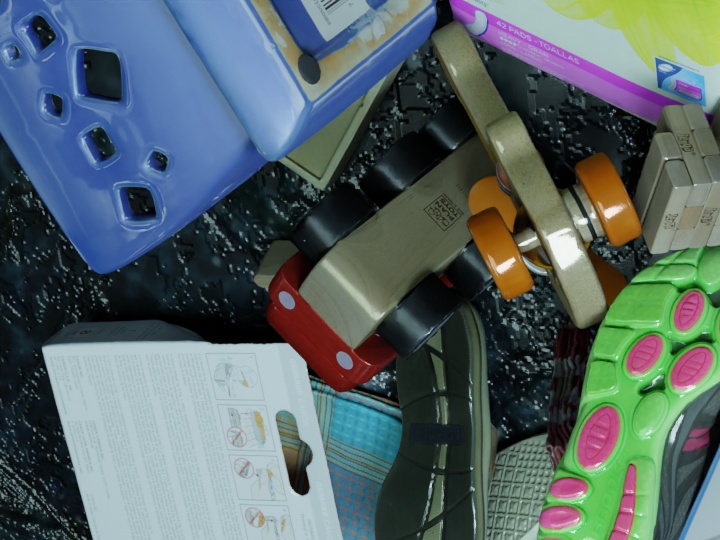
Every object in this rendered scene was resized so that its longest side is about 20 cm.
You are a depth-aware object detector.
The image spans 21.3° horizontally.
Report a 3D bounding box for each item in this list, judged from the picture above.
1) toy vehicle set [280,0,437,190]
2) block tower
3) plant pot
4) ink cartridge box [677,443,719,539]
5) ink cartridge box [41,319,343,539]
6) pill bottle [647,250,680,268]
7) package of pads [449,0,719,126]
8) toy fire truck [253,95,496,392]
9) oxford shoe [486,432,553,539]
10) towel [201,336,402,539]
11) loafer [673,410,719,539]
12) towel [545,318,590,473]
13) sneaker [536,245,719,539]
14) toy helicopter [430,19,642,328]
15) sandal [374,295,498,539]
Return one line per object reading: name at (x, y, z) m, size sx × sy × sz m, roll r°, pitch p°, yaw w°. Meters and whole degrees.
toy vehicle set at (-0.027, -0.160, 1.158) m, size 0.124 × 0.027 × 0.200 m, roll 35°, pitch 123°, yaw 7°
block tower at (0.240, -0.055, 0.972) m, size 0.199 × 0.054 × 0.058 m, roll -6°, pitch 144°, yaw -12°
plant pot at (-0.086, -0.146, 1.045) m, size 0.179 × 0.200 × 0.200 m, roll -22°, pitch 104°, yaw 41°
ink cartridge box at (0.236, 0.126, 1.052) m, size 0.068 × 0.200 × 0.116 m, roll 24°, pitch 85°, yaw 21°
ink cartridge box at (-0.107, 0.114, 1.299) m, size 0.199 × 0.057 × 0.163 m, roll -4°, pitch 111°, yaw 21°
pill bottle at (0.265, 0.007, 1.039) m, size 0.199 × 0.120 × 0.120 m, roll 27°, pitch 122°, yaw 13°
package of pads at (0.124, -0.160, 0.994) m, size 0.200 × 0.068 × 0.155 m, roll 29°, pitch 157°, yaw 29°
toy fire truck at (0.000, 0.000, 1.145) m, size 0.129 × 0.176 × 0.200 m, roll 45°, pitch 140°, yaw 6°
oxford shoe at (0.089, 0.179, 1.248) m, size 0.058 × 0.075 × 0.200 m, roll 21°, pitch 121°, yaw -31°
towel at (-0.052, 0.131, 1.311) m, size 0.199 × 0.022 × 0.147 m, roll 18°, pitch 119°, yaw 18°
loafer at (0.181, 0.119, 1.135) m, size 0.073 × 0.072 × 0.201 m, roll 23°, pitch 143°, yaw 28°
towel at (0.139, 0.123, 1.112) m, size 0.023 × 0.200 × 0.145 m, roll -13°, pitch 107°, yaw 12°
sneaker at (0.148, 0.076, 0.982) m, size 0.077 × 0.084 × 0.201 m, roll 26°, pitch 83°, yaw 21°
toy helicopter at (0.087, -0.053, 1.033) m, size 0.079 × 0.132 × 0.201 m, roll -27°, pitch 56°, yaw 4°
sandal at (0.060, 0.116, 1.217) m, size 0.080 × 0.057 × 0.202 m, roll 10°, pitch 95°, yaw 36°
